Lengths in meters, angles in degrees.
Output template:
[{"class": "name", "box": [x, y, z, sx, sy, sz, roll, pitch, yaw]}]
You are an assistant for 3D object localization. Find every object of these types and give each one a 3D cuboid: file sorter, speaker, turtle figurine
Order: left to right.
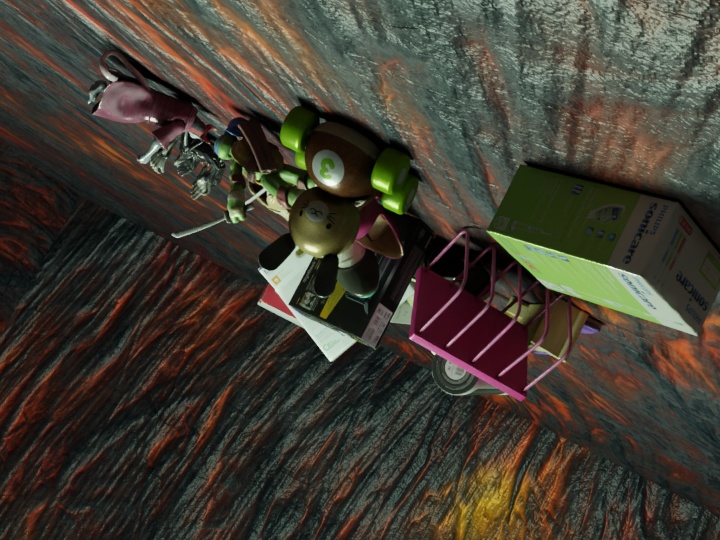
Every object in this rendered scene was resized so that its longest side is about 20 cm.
[{"class": "turtle figurine", "box": [-0.133, -0.105, 1.681, 0.192, 0.202, 0.144, 22, -178, 21]}, {"class": "speaker", "box": [0.184, 0.149, 1.771, 0.081, 0.082, 0.199, 24, -174, 27]}, {"class": "file sorter", "box": [0.189, 0.058, 1.642, 0.199, 0.140, 0.125, 29, 130, -18]}]

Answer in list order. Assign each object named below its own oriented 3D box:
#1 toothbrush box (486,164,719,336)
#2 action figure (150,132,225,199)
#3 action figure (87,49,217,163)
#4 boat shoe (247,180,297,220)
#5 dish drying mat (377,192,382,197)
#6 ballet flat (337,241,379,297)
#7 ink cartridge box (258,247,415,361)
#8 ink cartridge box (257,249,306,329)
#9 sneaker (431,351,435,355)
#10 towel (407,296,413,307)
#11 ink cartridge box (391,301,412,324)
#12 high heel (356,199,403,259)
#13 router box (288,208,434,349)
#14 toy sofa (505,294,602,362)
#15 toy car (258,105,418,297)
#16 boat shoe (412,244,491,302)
[{"class": "toothbrush box", "box": [0.253, -0.022, 1.199, 0.199, 0.087, 0.145, 22, 169, 45]}, {"class": "action figure", "box": [-0.292, -0.184, 2.009, 0.119, 0.102, 0.200, 39, 175, 7]}, {"class": "action figure", "box": [-0.309, -0.253, 1.772, 0.198, 0.135, 0.150, 17, 131, -11]}, {"class": "boat shoe", "box": [-0.126, -0.123, 1.915, 0.069, 0.074, 0.199, 28, 174, -33]}, {"class": "dish drying mat", "box": [-0.022, -0.129, 1.721, 0.076, 0.018, 0.200, 30, 173, -16]}, {"class": "ballet flat", "box": [-0.026, -0.043, 1.725, 0.069, 0.068, 0.201, 54, -170, -42]}, {"class": "ink cartridge box", "box": [-0.036, 0.012, 1.913, 0.201, 0.199, 0.041, 51, -161, 2]}, {"class": "ink cartridge box", "box": [-0.073, -0.001, 2.046, 0.144, 0.202, 0.145, 26, 173, -3]}, {"class": "sneaker", "box": [0.135, 0.090, 1.798, 0.077, 0.101, 0.200, 0, -171, -5]}, {"class": "towel", "box": [0.094, 0.028, 1.965, 0.201, 0.036, 0.148, 55, 170, 4]}, {"class": "ink cartridge box", "box": [0.085, 0.042, 2.142, 0.175, 0.045, 0.200, 9, -159, -32]}, {"class": "high heel", "box": [0.021, -0.048, 1.639, 0.096, 0.067, 0.200, 50, -176, 0]}, {"class": "router box", "box": [0.000, 0.000, 1.789, 0.156, 0.201, 0.052, 23, 171, 37]}, {"class": "toy sofa", "box": [0.290, 0.098, 1.833, 0.097, 0.083, 0.200, 31, 172, -11]}, {"class": "toy car", "box": [-0.046, -0.075, 1.477, 0.163, 0.201, 0.158, 26, 172, 16]}, {"class": "boat shoe", "box": [0.123, -0.012, 1.795, 0.201, 0.074, 0.063, 26, 151, 50]}]
